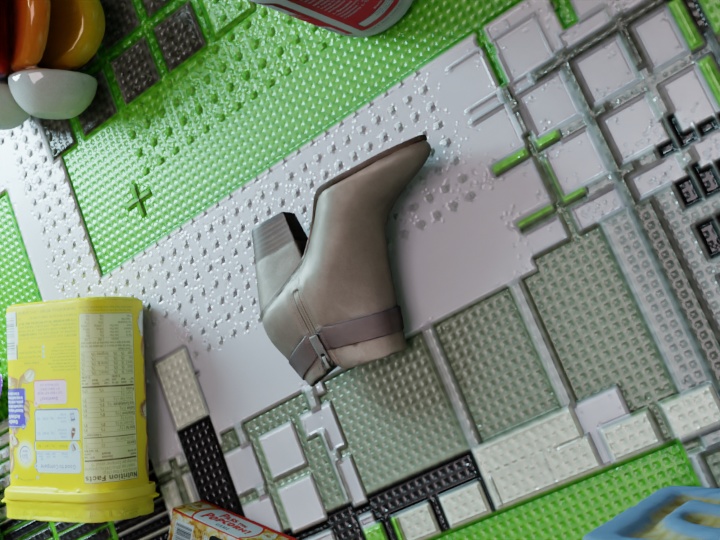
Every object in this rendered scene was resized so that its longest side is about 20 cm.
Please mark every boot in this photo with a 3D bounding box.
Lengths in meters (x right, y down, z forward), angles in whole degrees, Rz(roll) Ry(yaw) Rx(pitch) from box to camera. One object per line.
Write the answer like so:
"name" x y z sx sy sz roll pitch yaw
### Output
"boot" 0.000 0.000 0.858 0.200 0.070 0.146 -29 81 29

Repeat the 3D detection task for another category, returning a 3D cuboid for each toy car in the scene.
"toy car" -0.351 -0.233 1.020 0.200 0.150 0.175 -4 88 31

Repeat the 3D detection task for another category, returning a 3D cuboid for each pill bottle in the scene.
"pill bottle" -0.044 -0.249 0.804 0.112 0.200 0.113 0 89 31

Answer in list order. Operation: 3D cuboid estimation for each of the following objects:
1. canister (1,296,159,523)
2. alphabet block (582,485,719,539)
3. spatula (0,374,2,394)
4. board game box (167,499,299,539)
"canister" -0.267 0.129 1.002 0.148 0.087 0.200 -5 85 31
"alphabet block" 0.248 0.246 0.622 0.195 0.196 0.200 -3 88 33
"spatula" -0.388 0.204 1.110 0.056 0.021 0.200 -3 90 44
"board game box" -0.087 0.303 0.910 0.200 0.046 0.152 15 96 31
